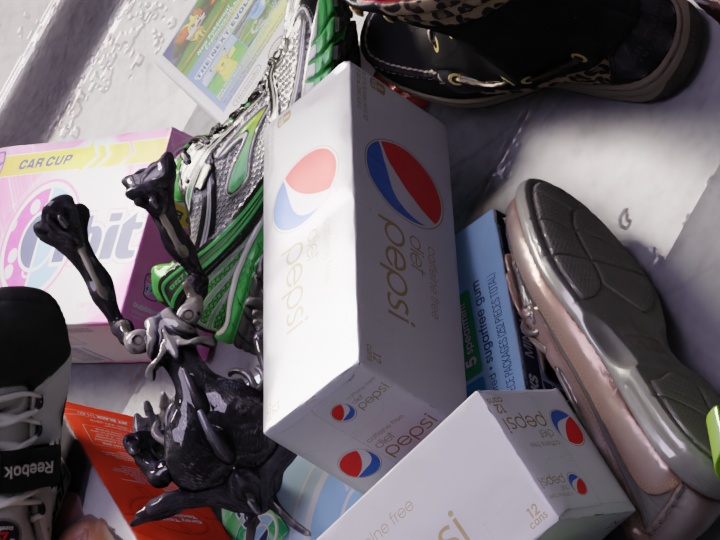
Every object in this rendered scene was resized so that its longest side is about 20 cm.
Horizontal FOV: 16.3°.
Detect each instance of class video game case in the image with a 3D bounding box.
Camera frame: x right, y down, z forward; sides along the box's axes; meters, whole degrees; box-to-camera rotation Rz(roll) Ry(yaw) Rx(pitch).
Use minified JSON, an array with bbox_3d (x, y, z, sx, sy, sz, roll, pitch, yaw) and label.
[{"bbox_3d":[-0.023,-0.164,1.389,0.200,0.022,0.182,-56,35,7],"label":"video game case"}]

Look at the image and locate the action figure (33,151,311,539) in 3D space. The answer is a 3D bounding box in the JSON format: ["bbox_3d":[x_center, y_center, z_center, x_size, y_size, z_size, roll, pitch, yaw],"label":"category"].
[{"bbox_3d":[-0.076,0.046,1.207,0.119,0.102,0.200,-29,79,11],"label":"action figure"}]

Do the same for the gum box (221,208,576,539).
[{"bbox_3d":[0.016,0.093,1.187,0.200,0.045,0.170,-35,45,30],"label":"gum box"}]

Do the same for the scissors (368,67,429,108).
[{"bbox_3d":[0.039,-0.110,1.303,0.200,0.014,0.073,-44,40,25],"label":"scissors"}]

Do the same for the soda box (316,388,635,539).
[{"bbox_3d":[0.019,0.136,1.077,0.200,0.064,0.068,-45,64,28],"label":"soda box"}]

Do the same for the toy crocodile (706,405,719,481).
[{"bbox_3d":[0.224,0.046,0.962,0.200,0.062,0.068,-19,56,41],"label":"toy crocodile"}]

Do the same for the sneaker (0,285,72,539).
[{"bbox_3d":[-0.176,0.097,1.245,0.089,0.074,0.200,-116,29,-41],"label":"sneaker"}]

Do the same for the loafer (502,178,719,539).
[{"bbox_3d":[0.102,0.040,1.103,0.063,0.072,0.200,-53,41,24],"label":"loafer"}]

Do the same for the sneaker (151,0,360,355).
[{"bbox_3d":[-0.055,-0.061,1.283,0.078,0.085,0.200,-18,-54,-81],"label":"sneaker"}]

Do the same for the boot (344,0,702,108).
[{"bbox_3d":[0.043,-0.129,1.189,0.200,0.150,0.073,11,83,45],"label":"boot"}]

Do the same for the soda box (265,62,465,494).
[{"bbox_3d":[0.000,0.000,1.151,0.064,0.068,0.200,-38,35,30],"label":"soda box"}]

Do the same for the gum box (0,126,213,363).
[{"bbox_3d":[-0.157,-0.010,1.427,0.200,0.066,0.114,-3,67,48],"label":"gum box"}]

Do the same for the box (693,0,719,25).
[{"bbox_3d":[0.238,-0.177,1.068,0.100,0.075,0.200,29,90,52],"label":"box"}]

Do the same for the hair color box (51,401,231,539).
[{"bbox_3d":[-0.120,0.151,1.255,0.200,0.061,0.102,43,115,61],"label":"hair color box"}]
